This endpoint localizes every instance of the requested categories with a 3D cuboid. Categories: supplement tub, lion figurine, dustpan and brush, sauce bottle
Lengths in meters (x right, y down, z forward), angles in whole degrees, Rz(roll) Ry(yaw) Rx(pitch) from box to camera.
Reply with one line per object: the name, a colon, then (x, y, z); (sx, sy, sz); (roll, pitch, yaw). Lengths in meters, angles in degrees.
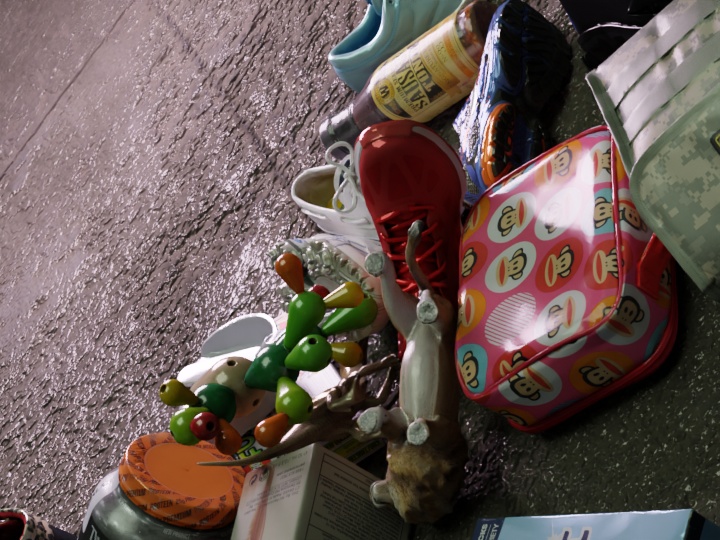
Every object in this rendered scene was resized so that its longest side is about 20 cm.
supplement tub: (-0.158, 0.229, 1.644); (0.123, 0.122, 0.200); (-113, 38, -57)
lion figurine: (0.044, 0.075, 1.523); (0.072, 0.122, 0.200); (6, 80, 22)
dustpan and brush: (-0.081, 0.072, 1.694); (0.200, 0.057, 0.140); (-19, 35, 30)
sauce bottle: (0.045, -0.153, 1.840); (0.200, 0.066, 0.066); (-35, 35, 37)

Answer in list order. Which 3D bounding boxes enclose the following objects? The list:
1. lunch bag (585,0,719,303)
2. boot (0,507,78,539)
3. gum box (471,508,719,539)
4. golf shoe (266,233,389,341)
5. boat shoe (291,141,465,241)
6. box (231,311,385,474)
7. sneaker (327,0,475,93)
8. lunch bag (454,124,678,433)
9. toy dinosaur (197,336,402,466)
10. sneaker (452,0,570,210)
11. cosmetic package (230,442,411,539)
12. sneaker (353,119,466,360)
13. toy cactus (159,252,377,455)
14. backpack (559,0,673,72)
lunch bag: (0.254, -0.096, 1.410); (0.164, 0.118, 0.200); (-42, 38, 23)
boot: (-0.261, 0.248, 1.810); (0.204, 0.154, 0.074); (-8, 54, 54)
gum box: (0.124, 0.234, 1.347); (0.200, 0.045, 0.170); (-11, 52, 52)
golf shoe: (0.000, 0.000, 1.717); (0.097, 0.078, 0.200); (-15, 15, -18)
boat shoe: (0.005, -0.069, 1.790); (0.202, 0.086, 0.075); (5, 64, 59)
box: (-0.063, 0.109, 1.731); (0.110, 0.035, 0.200); (-32, 30, -3)
sneaker: (0.049, -0.237, 1.897); (0.200, 0.082, 0.074); (-53, 30, 6)
lunch bag: (0.150, -0.002, 1.506); (0.176, 0.082, 0.200); (-33, 36, 35)
toy dinosaur: (-0.024, 0.109, 1.617); (0.101, 0.058, 0.200); (-15, 18, 40)
sneaker: (0.107, -0.131, 1.714); (0.078, 0.075, 0.200); (-29, 37, 46)
cosmetic package: (-0.039, 0.237, 1.536); (0.087, 0.103, 0.200); (-28, 38, 43)
sneaker: (0.048, -0.010, 1.584); (0.078, 0.200, 0.116); (-14, 48, 12)
toy cactus: (-0.080, 0.071, 1.579); (0.200, 0.102, 0.165); (-47, 12, -35)
backpack: (0.208, -0.228, 1.558); (0.154, 0.200, 0.190); (-44, 32, -3)
